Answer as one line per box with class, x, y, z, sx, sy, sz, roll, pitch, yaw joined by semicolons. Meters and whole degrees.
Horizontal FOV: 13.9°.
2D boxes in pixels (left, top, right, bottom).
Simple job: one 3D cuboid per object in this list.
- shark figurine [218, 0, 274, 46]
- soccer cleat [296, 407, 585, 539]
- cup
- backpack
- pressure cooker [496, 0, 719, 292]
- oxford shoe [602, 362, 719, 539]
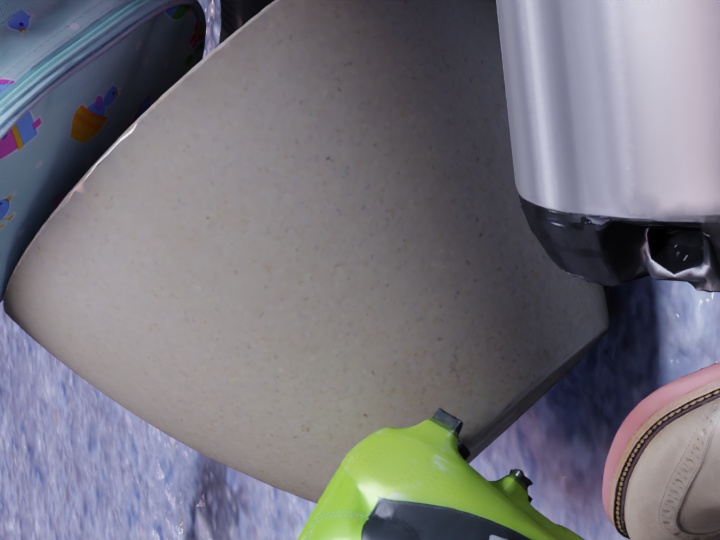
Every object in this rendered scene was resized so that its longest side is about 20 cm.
shark figurine;-0.056;-0.149;1.077;0.215;0.128;0.089;50;171;-21
soccer cleat;0.066;0.123;0.892;0.200;0.081;0.068;34;168;21
cup;0.000;0.000;1.000;0.143;0.200;0.200;48;148;7
backpack;-0.143;-0.080;0.970;0.153;0.176;0.200;37;146;21
pressure cooker;0.115;-0.105;0.685;0.178;0.175;0.201;8;109;56
oxford shoe;0.128;0.055;0.832;0.075;0.070;0.200;70;155;18
